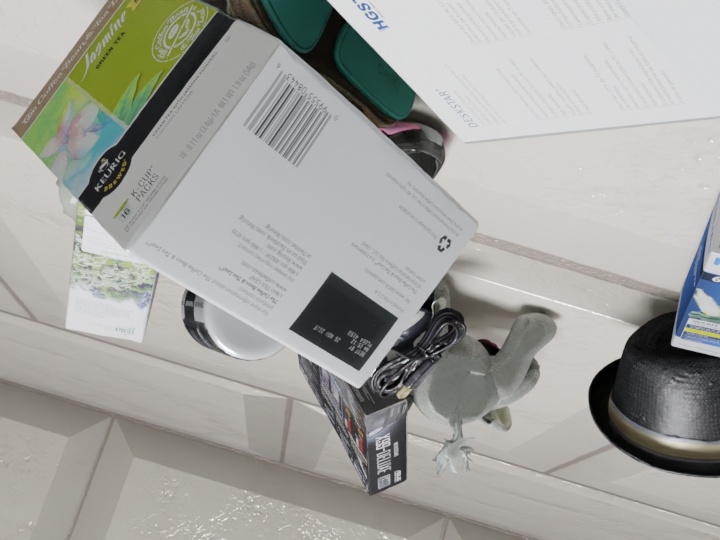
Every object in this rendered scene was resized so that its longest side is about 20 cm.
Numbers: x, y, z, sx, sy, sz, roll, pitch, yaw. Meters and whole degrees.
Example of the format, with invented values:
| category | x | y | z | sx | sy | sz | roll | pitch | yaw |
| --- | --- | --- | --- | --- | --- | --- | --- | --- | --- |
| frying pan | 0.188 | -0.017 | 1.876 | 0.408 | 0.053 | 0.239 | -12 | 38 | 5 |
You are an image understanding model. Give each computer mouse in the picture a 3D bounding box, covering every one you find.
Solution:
| category | x | y | z | sx | sy | sz | roll | pitch | yaw |
| --- | --- | --- | --- | --- | --- | --- | --- | --- | --- |
| computer mouse | -0.011 | 0.043 | 0.872 | 0.200 | 0.044 | 0.110 | 28 | 116 | -24 |

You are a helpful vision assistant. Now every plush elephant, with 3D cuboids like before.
| category | x | y | z | sx | sy | sz | roll | pitch | yaw |
| --- | --- | --- | --- | --- | --- | --- | --- | --- | --- |
| plush elephant | 0.100 | 0.112 | 1.045 | 0.165 | 0.200 | 0.155 | 12 | 180 | -8 |

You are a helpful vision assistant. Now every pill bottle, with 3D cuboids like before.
| category | x | y | z | sx | sy | sz | roll | pitch | yaw |
| --- | --- | --- | --- | --- | --- | --- | --- | --- | --- |
| pill bottle | -0.144 | 0.043 | 1.089 | 0.106 | 0.106 | 0.200 | 23 | 171 | -18 |

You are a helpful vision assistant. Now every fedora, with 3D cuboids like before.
| category | x | y | z | sx | sy | sz | roll | pitch | yaw |
| --- | --- | --- | --- | --- | --- | --- | --- | --- | --- |
| fedora | 0.306 | 0.094 | 0.861 | 0.200 | 0.201 | 0.092 | 8 | 126 | 24 |

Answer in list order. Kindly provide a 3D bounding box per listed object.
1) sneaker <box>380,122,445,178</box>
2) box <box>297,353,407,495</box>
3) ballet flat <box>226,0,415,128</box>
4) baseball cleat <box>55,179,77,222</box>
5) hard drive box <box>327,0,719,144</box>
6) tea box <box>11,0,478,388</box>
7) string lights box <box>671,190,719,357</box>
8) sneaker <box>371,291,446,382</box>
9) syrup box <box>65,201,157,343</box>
| category | x | y | z | sx | sy | sz | roll | pitch | yaw |
| --- | --- | --- | --- | --- | --- | --- | --- | --- | --- |
| sneaker | -0.005 | -0.029 | 0.735 | 0.079 | 0.095 | 0.200 | 19 | 133 | -37 |
| box | -0.014 | 0.121 | 1.053 | 0.050 | 0.200 | 0.158 | -21 | 139 | -16 |
| ballet flat | -0.038 | -0.145 | 0.571 | 0.067 | 0.068 | 0.200 | 13 | 160 | 35 |
| baseball cleat | -0.241 | -0.041 | 1.018 | 0.106 | 0.070 | 0.200 | 11 | 161 | 18 |
| hard drive box | 0.102 | -0.137 | 0.454 | 0.200 | 0.077 | 0.156 | 0 | 155 | 39 |
| tea box | -0.072 | -0.057 | 0.596 | 0.197 | 0.134 | 0.200 | 35 | 179 | 45 |
| string lights box | 0.303 | 0.011 | 0.726 | 0.103 | 0.059 | 0.200 | 13 | 160 | 15 |
| sneaker | 0.000 | 0.000 | 0.942 | 0.199 | 0.130 | 0.079 | 47 | -151 | 15 |
| syrup box | -0.228 | -0.023 | 0.917 | 0.079 | 0.081 | 0.200 | 13 | 138 | -10 |
